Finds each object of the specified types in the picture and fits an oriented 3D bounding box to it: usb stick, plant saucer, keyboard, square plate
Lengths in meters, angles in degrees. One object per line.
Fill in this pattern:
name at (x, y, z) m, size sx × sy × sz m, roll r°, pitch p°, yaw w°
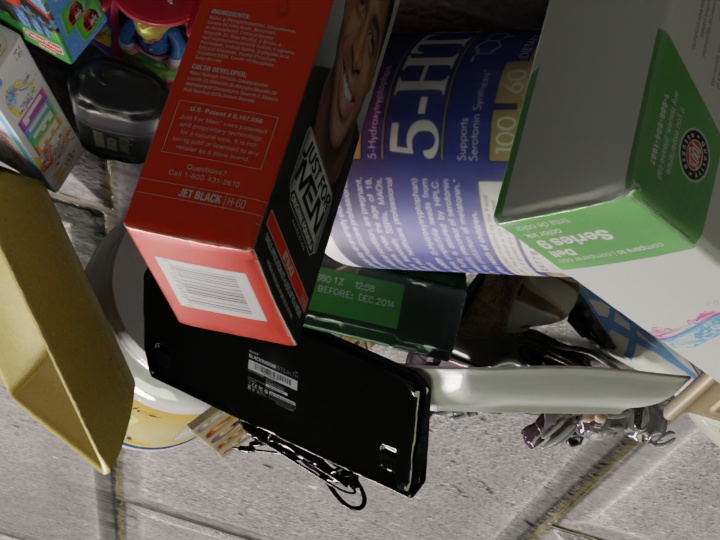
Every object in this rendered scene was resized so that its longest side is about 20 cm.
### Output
usb stick at (-0.137, -0.088, 0.938) m, size 0.055 × 0.033 × 0.200 m, roll 11°, pitch 175°, yaw -7°
plant saucer at (-0.210, 0.010, 1.029) m, size 0.199 × 0.048 × 0.202 m, roll 20°, pitch 134°, yaw 59°
keyboard at (-0.041, 0.065, 0.948) m, size 0.199 × 0.040 × 0.105 m, roll 23°, pitch 122°, yaw 29°
square plate at (0.062, 0.070, 0.988) m, size 0.199 × 0.029 × 0.197 m, roll 5°, pitch 176°, yaw -41°

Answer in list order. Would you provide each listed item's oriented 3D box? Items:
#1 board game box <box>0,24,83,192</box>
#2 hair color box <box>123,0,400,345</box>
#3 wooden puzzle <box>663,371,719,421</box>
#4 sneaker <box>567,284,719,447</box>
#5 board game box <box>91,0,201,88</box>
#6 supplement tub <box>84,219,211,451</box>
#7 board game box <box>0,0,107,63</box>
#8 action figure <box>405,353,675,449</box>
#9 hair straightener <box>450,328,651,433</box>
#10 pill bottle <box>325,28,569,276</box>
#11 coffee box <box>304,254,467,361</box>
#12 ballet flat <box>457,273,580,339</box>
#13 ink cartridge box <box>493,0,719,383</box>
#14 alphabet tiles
board game box at (-0.234, -0.114, 0.918) m, size 0.134 × 0.034 × 0.200 m, roll 30°, pitch 169°, yaw 6°
hair color box at (-0.036, -0.081, 0.729) m, size 0.061 × 0.202 × 0.102 m, roll 10°, pitch 157°, yaw 13°
wooden puzzle at (0.296, 0.066, 0.946) m, size 0.198 × 0.038 × 0.185 m, roll 13°, pitch 155°, yaw -5°
sneaker at (0.192, 0.037, 1.045) m, size 0.199 × 0.073 × 0.072 m, roll 37°, pitch 180°, yaw -17°
board game box at (-0.115, -0.131, 0.876) m, size 0.157 × 0.039 × 0.200 m, roll -4°, pitch 150°, yaw 40°
supplement tub at (-0.131, 0.038, 1.143) m, size 0.143 × 0.146 × 0.200 m, roll 21°, pitch 157°, yaw -12°
board game box at (-0.206, -0.191, 0.756) m, size 0.150 × 0.037 × 0.200 m, roll 29°, pitch 160°, yaw 17°
action figure at (0.133, 0.096, 1.185) m, size 0.198 × 0.070 × 0.130 m, roll 14°, pitch 174°, yaw 25°
hair straightener at (0.107, 0.059, 1.100) m, size 0.199 × 0.041 × 0.077 m, roll 26°, pitch 168°, yaw 33°
pill bottle at (0.031, -0.060, 0.835) m, size 0.198 × 0.121 × 0.120 m, roll 2°, pitch 154°, yaw 28°
coffee box at (0.000, 0.000, 0.970) m, size 0.122 × 0.044 × 0.200 m, roll 14°, pitch -170°, yaw 2°
ballet flat at (0.101, -0.003, 0.954) m, size 0.065 × 0.071 × 0.201 m, roll 33°, pitch 153°, yaw 10°
ink cartridge box at (0.167, -0.044, 0.746) m, size 0.199 × 0.147 × 0.087 m, roll 31°, pitch 153°, yaw -32°
alphabet tiles at (-0.040, 0.065, 1.114) m, size 0.008 × 0.167 × 0.200 m, roll 53°, pitch 175°, yaw 11°
